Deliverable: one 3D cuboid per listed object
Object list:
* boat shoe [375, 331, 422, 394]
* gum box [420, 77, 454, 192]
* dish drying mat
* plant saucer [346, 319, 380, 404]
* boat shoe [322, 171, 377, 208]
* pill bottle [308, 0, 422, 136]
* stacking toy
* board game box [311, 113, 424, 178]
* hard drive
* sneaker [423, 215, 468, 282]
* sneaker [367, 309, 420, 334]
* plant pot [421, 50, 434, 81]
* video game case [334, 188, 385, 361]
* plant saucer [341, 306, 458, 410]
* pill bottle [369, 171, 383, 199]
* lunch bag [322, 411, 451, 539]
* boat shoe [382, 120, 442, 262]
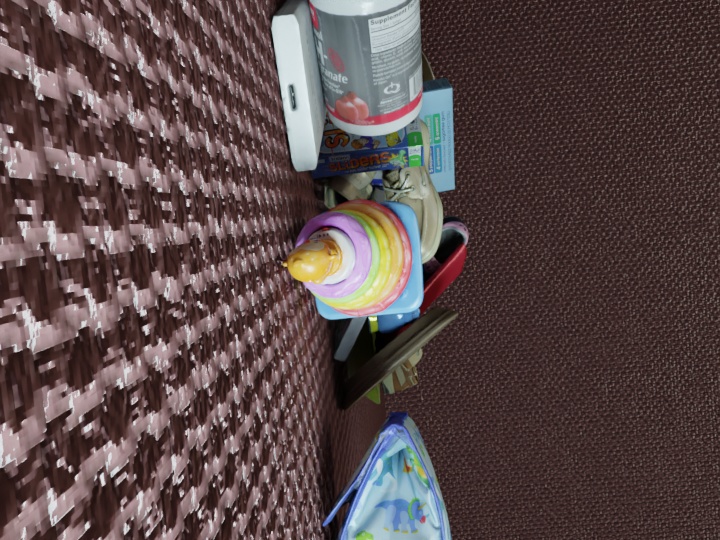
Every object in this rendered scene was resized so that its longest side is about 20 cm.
[{"bbox_3d":[0.062,0.123,1.081,0.203,0.072,0.077,82,4,-49],"label":"boat shoe"},{"bbox_3d":[0.048,-0.195,1.052,0.045,0.194,0.173,-104,-175,-55],"label":"gum box"},{"bbox_3d":[0.089,0.043,0.989,0.200,0.018,0.077,-43,160,-24],"label":"dish drying mat"},{"bbox_3d":[-0.003,0.072,1.059,0.201,0.046,0.205,-91,174,-60],"label":"plant saucer"},{"bbox_3d":[-0.023,-0.105,0.891,0.066,0.071,0.200,-59,-176,-8],"label":"boat shoe"},{"bbox_3d":[0.006,-0.247,0.665,0.203,0.107,0.113,81,4,-46],"label":"pill bottle"},{"bbox_3d":[-0.019,-0.010,0.577,0.200,0.113,0.113,-4,88,-74],"label":"stacking toy"},{"bbox_3d":[0.003,-0.204,0.816,0.035,0.131,0.204,79,5,-54],"label":"board game box"},{"bbox_3d":[-0.056,-0.198,0.669,0.201,0.025,0.135,-91,175,-62],"label":"hard drive"},{"bbox_3d":[0.093,-0.005,1.057,0.070,0.201,0.082,39,4,-8],"label":"sneaker"},{"bbox_3d":[0.047,0.033,0.925,0.201,0.076,0.068,-89,171,-73],"label":"sneaker"},{"bbox_3d":[0.023,-0.319,1.232,0.134,0.196,0.207,-2,-86,62],"label":"plant pot"},{"bbox_3d":[0.000,0.000,0.884,0.202,0.018,0.145,-89,-160,-56],"label":"video game case"},{"bbox_3d":[0.048,0.112,0.895,0.030,0.199,0.200,50,-3,10],"label":"plant saucer"},{"bbox_3d":[0.045,-0.134,0.995,0.113,0.109,0.204,-91,172,-56],"label":"pill bottle"},{"bbox_3d":[0.031,0.244,0.644,0.170,0.124,0.206,65,29,-81],"label":"lunch bag"},{"bbox_3d":[0.055,-0.109,0.846,0.064,0.071,0.206,18,62,-47],"label":"boat shoe"}]
